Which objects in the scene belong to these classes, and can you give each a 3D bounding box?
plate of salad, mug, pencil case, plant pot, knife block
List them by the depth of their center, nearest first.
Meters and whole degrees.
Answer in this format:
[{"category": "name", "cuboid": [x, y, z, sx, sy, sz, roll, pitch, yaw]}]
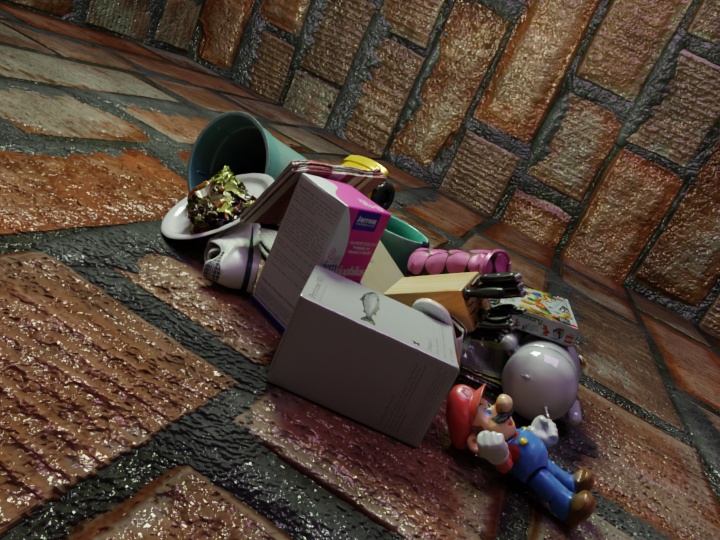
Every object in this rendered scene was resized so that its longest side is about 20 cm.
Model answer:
[{"category": "knife block", "cuboid": [0.148, 0.036, 0.877, 0.199, 0.177, 0.064, 39, 44, 17]}, {"category": "plate of salad", "cuboid": [-0.233, -0.115, 0.924, 0.196, 0.049, 0.201, -13, 33, 8]}, {"category": "pencil case", "cuboid": [0.173, -0.002, 1.009, 0.092, 0.093, 0.198, -3, 6, -37]}, {"category": "plant pot", "cuboid": [-0.196, -0.179, 1.114, 0.199, 0.203, 0.195, 34, 12, 27]}, {"category": "mug", "cuboid": [0.059, -0.034, 1.155, 0.182, 0.116, 0.152, 21, 17, -14]}]

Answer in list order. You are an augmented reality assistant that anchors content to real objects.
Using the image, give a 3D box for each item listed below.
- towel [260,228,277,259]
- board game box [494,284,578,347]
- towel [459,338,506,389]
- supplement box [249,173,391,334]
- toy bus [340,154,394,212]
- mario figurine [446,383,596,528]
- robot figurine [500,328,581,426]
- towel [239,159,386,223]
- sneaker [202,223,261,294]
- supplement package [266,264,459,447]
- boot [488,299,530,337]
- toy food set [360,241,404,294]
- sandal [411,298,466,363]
[{"category": "towel", "cuboid": [-0.090, -0.021, 1.046, 0.190, 0.035, 0.200, 11, 23, -39]}, {"category": "board game box", "cuboid": [0.296, 0.066, 0.978, 0.124, 0.035, 0.200, 19, 15, 11]}, {"category": "towel", "cuboid": [0.157, 0.104, 0.962, 0.197, 0.023, 0.144, 27, 43, 3]}, {"category": "supplement box", "cuboid": [-0.058, -0.018, 0.800, 0.103, 0.203, 0.100, 37, 21, 35]}, {"category": "toy bus", "cuboid": [-0.030, -0.116, 1.228, 0.135, 0.203, 0.191, 27, 47, 34]}, {"category": "mario figurine", "cuboid": [0.192, 0.200, 0.677, 0.199, 0.107, 0.124, 36, -16, 8]}, {"category": "robot figurine", "cuboid": [0.284, 0.164, 0.901, 0.170, 0.113, 0.199, 46, 22, 10]}, {"category": "towel", "cuboid": [-0.069, -0.113, 0.867, 0.198, 0.143, 0.023, -5, 65, -49]}, {"category": "sneaker", "cuboid": [-0.199, -0.036, 0.885, 0.079, 0.078, 0.200, 8, 20, -16]}, {"category": "supplement package", "cuboid": [0.005, 0.099, 0.695, 0.197, 0.119, 0.117, 24, 19, -3]}, {"category": "boot", "cuboid": [0.247, 0.093, 1.059, 0.156, 0.080, 0.211, 21, 15, -35]}, {"category": "toy food set", "cuboid": [0.000, 0.000, 1.001, 0.143, 0.060, 0.202, -8, 61, -56]}, {"category": "sandal", "cuboid": [0.118, 0.082, 0.822, 0.078, 0.060, 0.208, 24, -25, 20]}]
